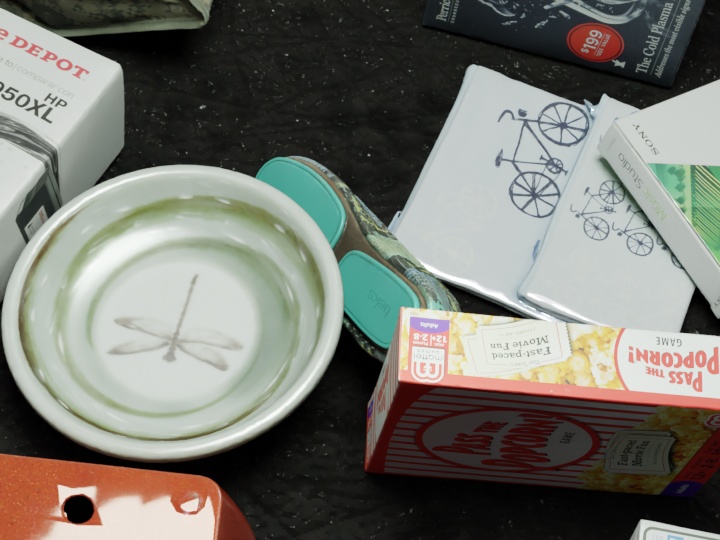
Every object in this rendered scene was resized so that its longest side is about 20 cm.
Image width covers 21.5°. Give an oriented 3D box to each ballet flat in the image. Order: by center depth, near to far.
[{"bbox_3d":[0.000,0.000,1.156,0.074,0.074,0.200,-18,42,-20],"label":"ballet flat"}]

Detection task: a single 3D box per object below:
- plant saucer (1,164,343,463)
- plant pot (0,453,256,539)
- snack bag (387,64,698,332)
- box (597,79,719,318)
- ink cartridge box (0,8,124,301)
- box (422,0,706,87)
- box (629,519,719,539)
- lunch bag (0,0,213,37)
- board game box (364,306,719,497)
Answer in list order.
[{"bbox_3d":[-0.109,0.031,1.121,0.200,0.050,0.200,-1,58,2],"label":"plant saucer"},{"bbox_3d":[-0.147,0.194,0.939,0.200,0.176,0.200,6,55,-4],"label":"plant pot"},{"bbox_3d":[0.132,-0.045,1.236,0.200,0.021,0.189,22,56,7],"label":"snack bag"},{"bbox_3d":[0.274,-0.065,1.245,0.200,0.036,0.144,-23,68,-26],"label":"box"},{"bbox_3d":[-0.255,-0.065,1.152,0.144,0.084,0.200,26,56,11],"label":"ink cartridge box"},{"bbox_3d":[0.150,-0.240,1.262,0.182,0.200,0.104,15,56,2],"label":"box"},{"bbox_3d":[0.233,0.204,1.025,0.200,0.117,0.060,12,55,-2],"label":"box"},{"bbox_3d":[-0.184,-0.244,1.261,0.200,0.118,0.164,-1,54,24],"label":"lunch bag"},{"bbox_3d":[0.110,0.077,1.069,0.200,0.152,0.046,5,65,-4],"label":"board game box"}]
